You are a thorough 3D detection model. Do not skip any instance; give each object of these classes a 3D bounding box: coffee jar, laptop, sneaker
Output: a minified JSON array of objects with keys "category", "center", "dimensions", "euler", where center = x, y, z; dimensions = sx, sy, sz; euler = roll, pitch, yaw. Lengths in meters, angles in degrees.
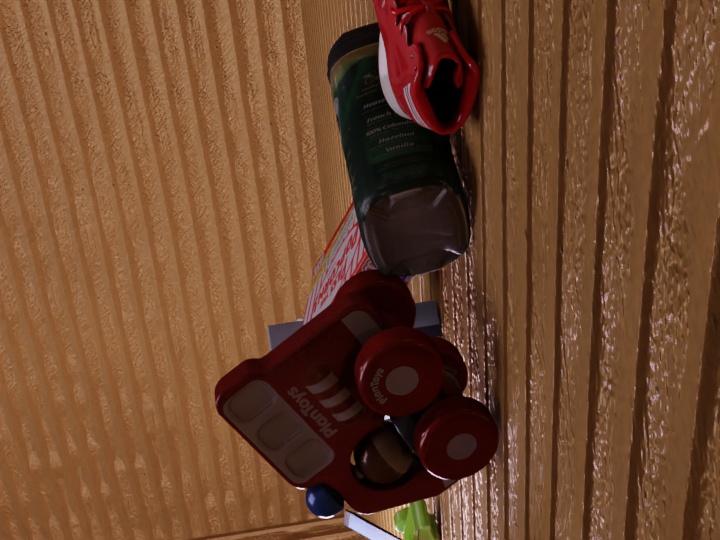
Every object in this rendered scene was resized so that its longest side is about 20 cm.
[{"category":"coffee jar","center":[0.027,-0.102,0.911],"dimensions":[0.105,0.084,0.202],"euler":[71,-175,-51]},{"category":"laptop","center":[0.041,0.446,1.639],"dimensions":[0.178,0.102,0.203],"euler":[94,168,-72]},{"category":"sneaker","center":[0.043,-0.188,0.767],"dimensions":[0.116,0.077,0.202],"euler":[-127,16,-64]}]

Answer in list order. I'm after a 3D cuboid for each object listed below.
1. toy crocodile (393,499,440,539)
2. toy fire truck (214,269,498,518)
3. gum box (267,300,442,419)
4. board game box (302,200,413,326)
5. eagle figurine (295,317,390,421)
[{"category":"toy crocodile","center":[0.072,0.347,1.393],"dimensions":[0.068,0.061,0.202],"euler":[-102,10,-46]},{"category":"toy fire truck","center":[0.003,0.112,0.893],"dimensions":[0.200,0.167,0.113],"euler":[50,-172,-30]},{"category":"gum box","center":[-0.006,0.105,1.186],"dimensions":[0.201,0.167,0.045],"euler":[89,172,-63]},{"category":"board game box","center":[0.000,0.000,1.025],"dimensions":[0.152,0.046,0.201],"euler":[-59,11,27]},{"category":"eagle figurine","center":[-0.001,0.090,1.417],"dimensions":[0.201,0.149,0.152],"euler":[-96,21,-57]}]
